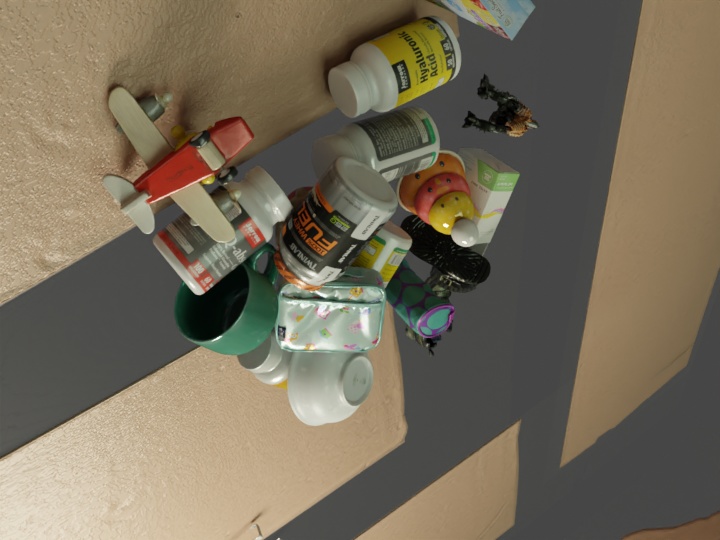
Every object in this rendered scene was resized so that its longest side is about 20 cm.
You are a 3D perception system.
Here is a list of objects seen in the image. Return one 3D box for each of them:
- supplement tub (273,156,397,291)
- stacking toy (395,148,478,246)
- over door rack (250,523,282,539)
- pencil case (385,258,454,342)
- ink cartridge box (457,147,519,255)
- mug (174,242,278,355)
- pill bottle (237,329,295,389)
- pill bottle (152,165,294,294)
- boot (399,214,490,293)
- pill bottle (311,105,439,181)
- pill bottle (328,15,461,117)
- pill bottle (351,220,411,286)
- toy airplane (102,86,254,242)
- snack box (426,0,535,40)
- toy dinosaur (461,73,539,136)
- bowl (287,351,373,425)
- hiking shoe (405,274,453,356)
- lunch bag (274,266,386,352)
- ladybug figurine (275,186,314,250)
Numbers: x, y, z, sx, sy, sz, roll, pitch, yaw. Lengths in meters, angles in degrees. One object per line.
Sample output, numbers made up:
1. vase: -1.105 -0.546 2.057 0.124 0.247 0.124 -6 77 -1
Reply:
1. supplement tub: -0.044 -0.068 1.205 0.122 0.123 0.200 6 132 -46
2. stacking toy: 0.165 -0.118 1.424 0.146 0.200 0.146 -16 136 -16
3. over door rack: -0.278 0.709 1.830 0.200 0.067 0.148 -41 142 -8
4. pencil case: 0.104 0.051 1.526 0.092 0.200 0.085 -3 121 -29
5. ink cartridge box: 0.221 -0.131 1.544 0.067 0.117 0.200 -7 126 -41
6. mug: -0.198 0.056 1.268 0.185 0.152 0.114 -24 149 18
7. pill bottle: -0.139 0.168 1.467 0.113 0.113 0.200 -53 141 7
8. pill bottle: -0.209 -0.066 1.193 0.200 0.116 0.116 -40 142 -10
9. boot: 0.163 -0.027 1.588 0.080 0.211 0.158 -53 180 -7
10. pill bottle: 0.026 -0.202 1.300 0.200 0.113 0.113 -22 135 -30
11. pill bottle: 0.052 -0.319 1.226 0.200 0.111 0.111 -30 139 -21
12. pill bottle: 0.000 0.000 1.440 0.113 0.113 0.200 14 112 -48
13. toy airplane: -0.255 -0.145 1.075 0.199 0.141 0.200 13 124 -4
14. snack box: 0.136 -0.436 1.130 0.068 0.200 0.169 -53 141 8
15. toy dinosaur: 0.273 -0.293 1.432 0.200 0.135 0.102 -102 -147 -86
16. bowl: -0.039 0.198 1.437 0.201 0.090 0.202 -12 105 -51
17. hiking shoe: 0.178 0.088 1.707 0.076 0.101 0.200 -4 124 -42
18. lunch bag: -0.058 0.064 1.343 0.199 0.077 0.161 2 126 -8
19. ladybug figurine: -0.084 -0.072 1.330 0.135 0.072 0.200 -19 138 -9
